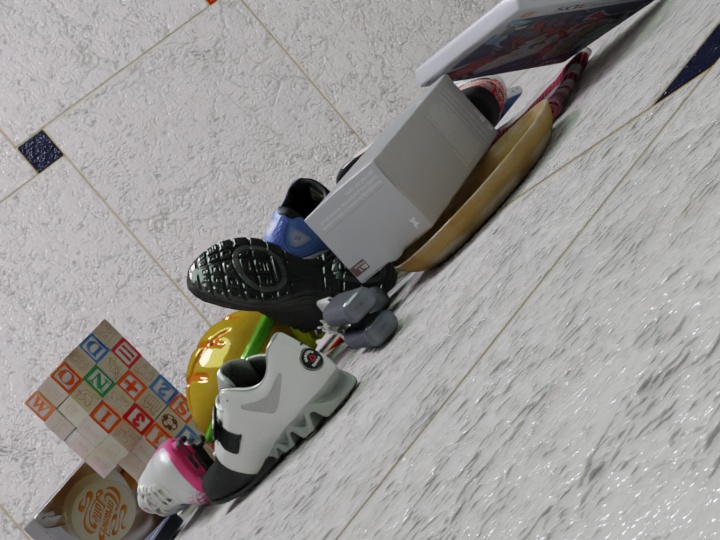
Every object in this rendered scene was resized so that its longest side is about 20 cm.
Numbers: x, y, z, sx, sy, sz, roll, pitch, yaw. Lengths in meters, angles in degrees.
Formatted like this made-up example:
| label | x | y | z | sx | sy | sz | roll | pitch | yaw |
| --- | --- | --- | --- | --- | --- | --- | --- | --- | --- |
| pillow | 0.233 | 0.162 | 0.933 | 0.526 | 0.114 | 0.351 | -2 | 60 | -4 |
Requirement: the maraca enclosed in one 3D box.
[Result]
| label | x | y | z | sx | sy | sz | roll | pitch | yaw |
| --- | --- | --- | --- | --- | --- | --- | --- | --- | --- |
| maraca | -0.110 | 0.090 | 1.462 | 0.138 | 0.106 | 0.200 | -59 | 3 | 36 |

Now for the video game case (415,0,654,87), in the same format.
| label | x | y | z | sx | sy | sz | roll | pitch | yaw |
| --- | --- | --- | --- | --- | --- | --- | --- | --- | --- |
| video game case | 0.173 | -0.229 | 1.402 | 0.181 | 0.023 | 0.200 | -13 | -7 | -27 |

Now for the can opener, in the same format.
| label | x | y | z | sx | sy | sz | roll | pitch | yaw |
| --- | --- | --- | --- | --- | --- | --- | --- | --- | --- |
| can opener | -0.002 | 0.034 | 1.272 | 0.067 | 0.053 | 0.200 | -47 | 4 | -5 |

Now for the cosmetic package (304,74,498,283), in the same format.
| label | x | y | z | sx | sy | sz | roll | pitch | yaw |
| --- | --- | --- | --- | --- | --- | --- | --- | --- | --- |
| cosmetic package | 0.042 | -0.087 | 1.364 | 0.107 | 0.090 | 0.200 | -39 | 5 | 35 |

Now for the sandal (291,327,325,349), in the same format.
| label | x | y | z | sx | sy | sz | roll | pitch | yaw |
| --- | --- | --- | --- | --- | --- | --- | --- | --- | --- |
| sandal | -0.081 | 0.052 | 1.623 | 0.200 | 0.087 | 0.080 | -43 | -43 | -22 |

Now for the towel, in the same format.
| label | x | y | z | sx | sy | sz | roll | pitch | yaw |
| --- | --- | --- | --- | --- | --- | --- | --- | --- | --- |
| towel | 0.166 | -0.151 | 1.480 | 0.144 | 0.023 | 0.200 | -45 | 5 | 29 |

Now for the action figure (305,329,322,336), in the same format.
| label | x | y | z | sx | sy | sz | roll | pitch | yaw |
| --- | --- | --- | --- | --- | --- | --- | --- | --- | --- |
| action figure | 0.000 | 0.000 | 1.509 | 0.131 | 0.069 | 0.201 | -60 | -3 | -42 |

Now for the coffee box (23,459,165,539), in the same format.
| label | x | y | z | sx | sy | sz | roll | pitch | yaw |
| --- | --- | --- | --- | --- | --- | --- | --- | --- | --- |
| coffee box | -0.273 | 0.252 | 1.682 | 0.200 | 0.114 | 0.080 | -49 | 4 | -28 |

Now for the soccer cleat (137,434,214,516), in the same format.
| label | x | y | z | sx | sy | sz | roll | pitch | yaw |
| --- | --- | --- | --- | --- | --- | --- | --- | --- | --- |
| soccer cleat | -0.177 | 0.206 | 1.402 | 0.086 | 0.070 | 0.200 | -39 | -4 | -3 |

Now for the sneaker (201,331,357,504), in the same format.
| label | x | y | z | sx | sy | sz | roll | pitch | yaw |
| --- | --- | --- | --- | --- | --- | --- | --- | --- | --- |
| sneaker | -0.088 | 0.115 | 1.195 | 0.200 | 0.088 | 0.074 | -47 | 5 | 39 |

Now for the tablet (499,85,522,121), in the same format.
| label | x | y | z | sx | sy | sz | roll | pitch | yaw |
| --- | --- | --- | --- | --- | --- | --- | --- | --- | --- |
| tablet | 0.109 | -0.128 | 1.688 | 0.200 | 0.014 | 0.130 | -51 | -8 | 23 |

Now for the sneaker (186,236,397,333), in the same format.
| label | x | y | z | sx | sy | sz | roll | pitch | yaw |
| --- | --- | --- | --- | --- | --- | --- | --- | --- | --- |
| sneaker | -0.068 | 0.023 | 1.398 | 0.091 | 0.198 | 0.077 | 111 | 159 | -52 |

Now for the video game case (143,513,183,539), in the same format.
| label | x | y | z | sx | sy | sz | roll | pitch | yaw |
| --- | --- | --- | --- | --- | --- | --- | --- | --- | --- |
| video game case | -0.259 | 0.333 | 1.438 | 0.200 | 0.019 | 0.143 | -45 | 5 | 27 |

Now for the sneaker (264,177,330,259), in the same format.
| label | x | y | z | sx | sy | sz | roll | pitch | yaw |
| --- | --- | --- | --- | --- | --- | --- | --- | --- | --- |
| sneaker | -0.040 | -0.053 | 1.566 | 0.200 | 0.078 | 0.090 | -32 | -41 | -65 |

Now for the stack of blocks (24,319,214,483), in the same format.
| label | x | y | z | sx | sy | sz | roll | pitch | yaw |
| --- | --- | --- | --- | --- | --- | --- | --- | --- | --- |
| stack of blocks | -0.242 | 0.164 | 1.561 | 0.059 | 0.200 | 0.115 | -41 | 7 | 37 |

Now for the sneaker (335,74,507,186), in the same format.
| label | x | y | z | sx | sy | sz | roll | pitch | yaw |
| --- | --- | --- | --- | --- | --- | --- | --- | --- | --- |
| sneaker | 0.070 | -0.139 | 1.550 | 0.201 | 0.067 | 0.108 | -32 | 13 | 27 |

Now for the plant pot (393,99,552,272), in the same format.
| label | x | y | z | sx | sy | sz | roll | pitch | yaw |
| --- | --- | --- | --- | --- | --- | --- | --- | --- | --- |
| plant pot | 0.105 | -0.068 | 1.302 | 0.200 | 0.027 | 0.200 | -48 | 5 | 5 |
